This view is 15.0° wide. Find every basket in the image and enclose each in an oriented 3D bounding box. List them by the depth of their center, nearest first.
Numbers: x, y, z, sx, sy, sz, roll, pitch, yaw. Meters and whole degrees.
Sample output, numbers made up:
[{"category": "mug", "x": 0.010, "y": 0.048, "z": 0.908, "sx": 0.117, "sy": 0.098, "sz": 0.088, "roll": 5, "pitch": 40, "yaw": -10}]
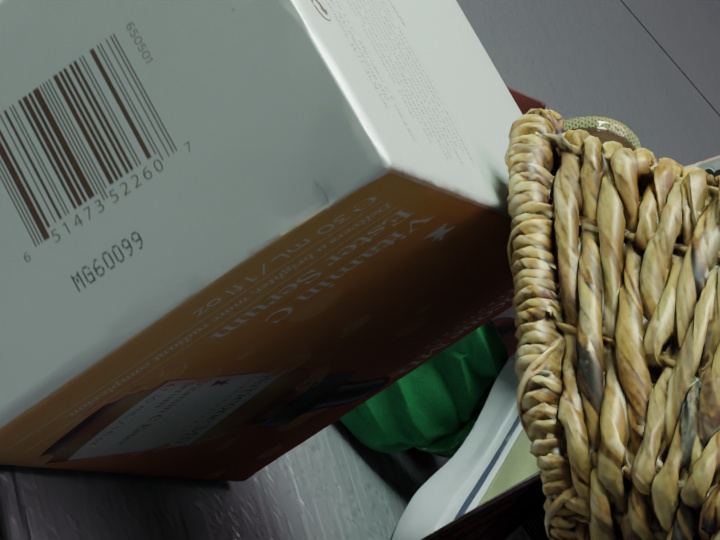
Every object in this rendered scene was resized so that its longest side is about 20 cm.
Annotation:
[{"category": "basket", "x": 0.102, "y": 0.074, "z": 0.800, "sx": 0.149, "sy": 0.143, "sz": 0.200, "roll": 18, "pitch": -24, "yaw": 33}]

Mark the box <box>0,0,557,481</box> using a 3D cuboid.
[{"category": "box", "x": -0.040, "y": -0.021, "z": 0.820, "sx": 0.106, "sy": 0.152, "sz": 0.200, "roll": 60, "pitch": 16, "yaw": 16}]

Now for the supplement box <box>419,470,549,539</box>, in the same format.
[{"category": "supplement box", "x": 0.025, "y": 0.116, "z": 0.826, "sx": 0.061, "sy": 0.109, "sz": 0.200, "roll": 59, "pitch": 16, "yaw": 3}]

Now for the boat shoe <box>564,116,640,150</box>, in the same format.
[{"category": "boat shoe", "x": 0.082, "y": -0.026, "z": 1.079, "sx": 0.075, "sy": 0.075, "sz": 0.202, "roll": 16, "pitch": 3, "yaw": -18}]

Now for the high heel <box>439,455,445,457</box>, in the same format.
[{"category": "high heel", "x": -0.017, "y": -0.008, "z": 1.102, "sx": 0.067, "sy": 0.096, "sz": 0.200, "roll": -72, "pitch": 149, "yaw": -67}]

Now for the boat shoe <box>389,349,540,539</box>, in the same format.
[{"category": "boat shoe", "x": 0.070, "y": 0.084, "z": 1.024, "sx": 0.200, "sy": 0.062, "sz": 0.072, "roll": -49, "pitch": 147, "yaw": -55}]

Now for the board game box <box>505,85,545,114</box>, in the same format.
[{"category": "board game box", "x": 0.036, "y": -0.039, "z": 1.222, "sx": 0.019, "sy": 0.103, "sz": 0.200, "roll": 14, "pitch": 2, "yaw": 20}]

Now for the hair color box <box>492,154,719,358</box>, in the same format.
[{"category": "hair color box", "x": 0.143, "y": 0.014, "z": 1.186, "sx": 0.064, "sy": 0.200, "sz": 0.111, "roll": 8, "pitch": 65, "yaw": -70}]

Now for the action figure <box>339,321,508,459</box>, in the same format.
[{"category": "action figure", "x": 0.000, "y": 0.000, "z": 1.039, "sx": 0.200, "sy": 0.118, "sz": 0.055, "roll": 60, "pitch": 3, "yaw": -23}]
